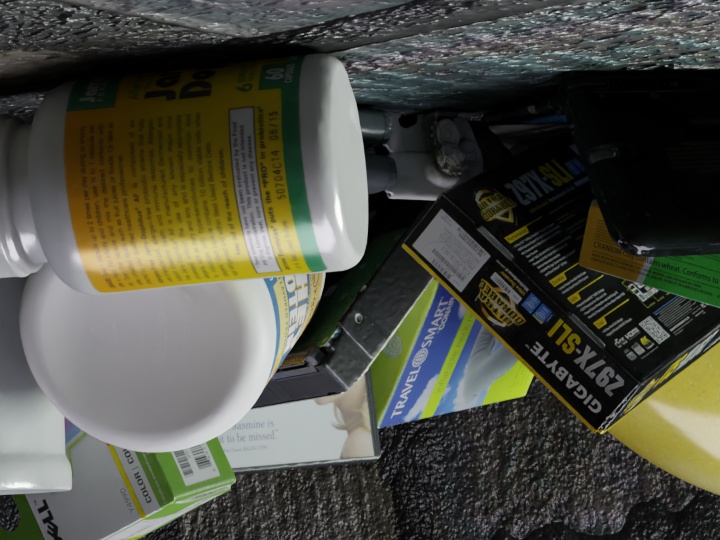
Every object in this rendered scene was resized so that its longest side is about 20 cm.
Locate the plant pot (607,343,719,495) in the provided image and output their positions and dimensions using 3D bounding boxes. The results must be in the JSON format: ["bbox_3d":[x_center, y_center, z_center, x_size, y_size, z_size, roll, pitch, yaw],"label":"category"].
[{"bbox_3d":[0.201,0.036,1.721,0.142,0.200,0.200,15,166,-25],"label":"plant pot"}]

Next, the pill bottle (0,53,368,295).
[{"bbox_3d":[-0.103,-0.046,1.348,0.200,0.113,0.113,-6,174,9],"label":"pill bottle"}]

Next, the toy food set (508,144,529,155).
[{"bbox_3d":[0.164,-0.064,1.753,0.143,0.060,0.200,-19,170,25],"label":"toy food set"}]

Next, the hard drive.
[{"bbox_3d":[0.000,0.000,1.638,0.140,0.038,0.200,-15,-147,56],"label":"hard drive"}]

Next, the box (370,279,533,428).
[{"bbox_3d":[0.063,0.038,1.813,0.048,0.122,0.200,35,-154,30],"label":"box"}]

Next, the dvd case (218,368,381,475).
[{"bbox_3d":[-0.061,0.029,1.689,0.143,0.200,0.018,-3,172,-30],"label":"dvd case"}]

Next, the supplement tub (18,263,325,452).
[{"bbox_3d":[-0.101,0.007,1.515,0.144,0.145,0.200,-6,-164,14],"label":"supplement tub"}]

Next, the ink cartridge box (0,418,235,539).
[{"bbox_3d":[-0.198,0.113,1.641,0.200,0.148,0.076,-30,171,27],"label":"ink cartridge box"}]

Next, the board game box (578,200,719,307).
[{"bbox_3d":[0.236,-0.030,1.552,0.153,0.040,0.200,17,-155,20],"label":"board game box"}]

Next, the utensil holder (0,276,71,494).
[{"bbox_3d":[-0.256,0.031,1.524,0.170,0.200,0.170,-3,175,0],"label":"utensil holder"}]

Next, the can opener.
[{"bbox_3d":[-0.007,-0.066,1.529,0.200,0.053,0.066,1,168,-44],"label":"can opener"}]

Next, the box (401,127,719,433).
[{"bbox_3d":[0.137,-0.001,1.558,0.049,0.160,0.200,-54,167,31],"label":"box"}]

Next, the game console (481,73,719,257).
[{"bbox_3d":[0.197,-0.057,1.527,0.200,0.176,0.116,-3,146,-22],"label":"game console"}]
